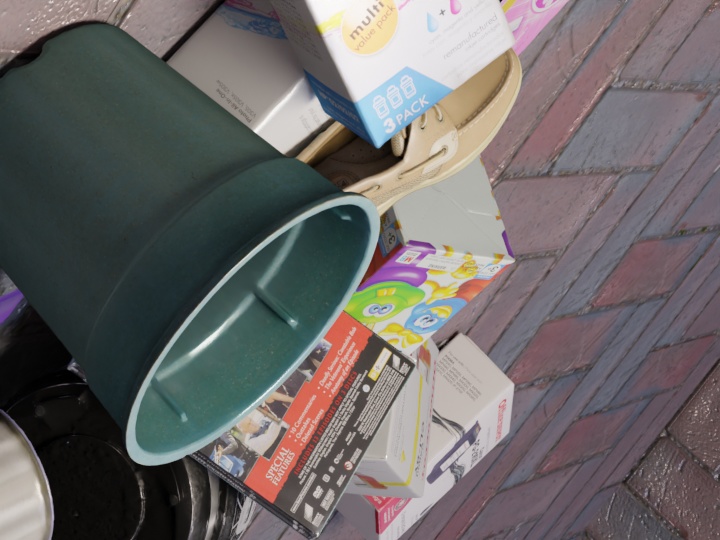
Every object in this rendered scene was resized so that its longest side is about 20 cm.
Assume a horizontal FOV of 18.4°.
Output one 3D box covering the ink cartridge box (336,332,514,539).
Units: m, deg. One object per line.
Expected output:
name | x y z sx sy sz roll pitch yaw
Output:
ink cartridge box | 0.064 0.180 2.315 0.200 0.084 0.145 -42 161 -16

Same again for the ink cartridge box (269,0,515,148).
ink cartridge box | 0.002 -0.188 1.314 0.115 0.068 0.201 -38 130 -12

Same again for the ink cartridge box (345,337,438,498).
ink cartridge box | 0.011 0.112 1.963 0.200 0.083 0.147 57 39 -72

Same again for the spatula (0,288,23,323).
spatula | -0.260 0.073 1.477 0.056 0.021 0.201 -26 153 -35

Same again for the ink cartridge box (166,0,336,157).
ink cartridge box | -0.035 -0.136 1.454 0.200 0.087 0.145 -48 161 -5

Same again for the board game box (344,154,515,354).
board game box | 0.000 0.000 1.584 0.104 0.104 0.200 8 143 -38

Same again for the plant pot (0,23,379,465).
plant pot | -0.125 -0.028 1.298 0.200 0.196 0.201 -40 161 -17

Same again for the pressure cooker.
pressure cooker | -0.161 0.136 1.571 0.175 0.180 0.200 -25 -179 15

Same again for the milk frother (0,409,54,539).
milk frother | -0.265 0.172 1.371 0.187 0.200 0.181 -25 148 -42

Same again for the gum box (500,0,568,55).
gum box | 0.125 -0.239 1.635 0.200 0.066 0.113 -48 162 3

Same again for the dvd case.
dvd case | -0.076 0.064 1.479 0.147 0.199 0.022 -59 -169 -25

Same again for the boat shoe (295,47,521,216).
boat shoe | 0.028 -0.089 1.442 0.200 0.071 0.065 -42 161 -14
